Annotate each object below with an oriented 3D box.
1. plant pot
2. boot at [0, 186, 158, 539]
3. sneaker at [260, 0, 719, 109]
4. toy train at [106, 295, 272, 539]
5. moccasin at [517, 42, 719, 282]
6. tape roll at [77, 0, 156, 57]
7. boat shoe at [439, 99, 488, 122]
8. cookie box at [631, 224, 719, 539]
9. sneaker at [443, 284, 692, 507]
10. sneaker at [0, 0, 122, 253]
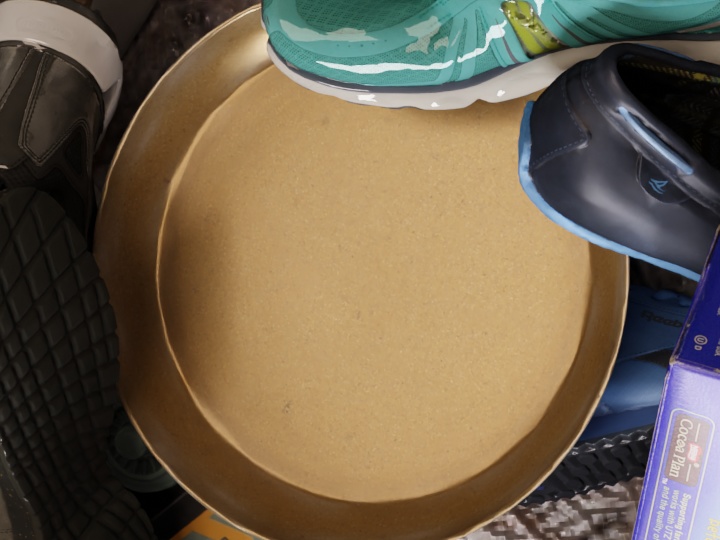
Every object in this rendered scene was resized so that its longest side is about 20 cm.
[{"bbox_3d":[0.000,0.000,0.821,0.199,0.027,0.202,0,89,19],"label":"plant pot"},{"bbox_3d":[-0.150,0.055,0.836,0.130,0.068,0.201,12,128,29],"label":"boot"},{"bbox_3d":[0.061,-0.103,0.751,0.198,0.080,0.078,-8,78,10],"label":"sneaker"},{"bbox_3d":[-0.052,0.082,0.908,0.200,0.085,0.114,-39,88,22],"label":"toy train"},{"bbox_3d":[0.150,-0.021,0.756,0.068,0.199,0.081,128,146,-54],"label":"moccasin"},{"bbox_3d":[-0.148,-0.092,0.868,0.037,0.203,0.203,43,109,15],"label":"tape roll"},{"bbox_3d":[0.093,-0.104,0.841,0.200,0.072,0.062,-41,41,23],"label":"boat shoe"},{"bbox_3d":[0.189,0.092,0.740,0.199,0.075,0.172,16,134,12],"label":"cookie box"},{"bbox_3d":[0.117,0.031,0.835,0.199,0.066,0.079,-11,63,17],"label":"sneaker"},{"bbox_3d":[-0.131,-0.011,0.878,0.066,0.200,0.091,15,56,1],"label":"sneaker"}]
